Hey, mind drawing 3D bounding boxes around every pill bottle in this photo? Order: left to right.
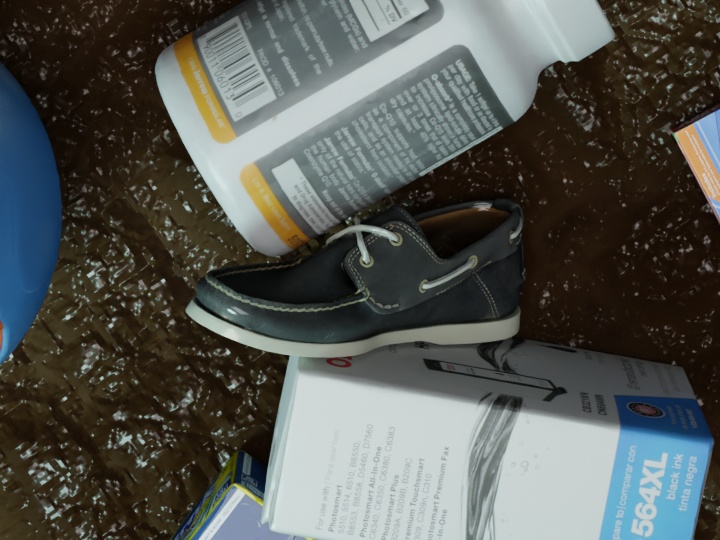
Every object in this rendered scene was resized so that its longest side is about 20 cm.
[{"bbox_3d":[0.012,-0.101,1.416,0.200,0.116,0.117,-29,100,6],"label":"pill bottle"}]

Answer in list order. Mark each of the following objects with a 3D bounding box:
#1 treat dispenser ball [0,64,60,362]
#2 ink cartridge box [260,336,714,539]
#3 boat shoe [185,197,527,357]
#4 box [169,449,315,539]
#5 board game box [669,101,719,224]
[{"bbox_3d":[-0.239,-0.026,1.379,0.200,0.201,0.202,0,102,0],"label":"treat dispenser ball"},{"bbox_3d":[0.059,0.084,1.439,0.199,0.146,0.085,11,103,-3],"label":"ink cartridge box"},{"bbox_3d":[0.000,0.000,1.415,0.199,0.072,0.068,-6,116,-42],"label":"boat shoe"},{"bbox_3d":[-0.003,0.180,1.501,0.200,0.064,0.070,37,100,-8],"label":"box"},{"bbox_3d":[0.245,-0.007,1.486,0.103,0.019,0.200,-28,101,4],"label":"board game box"}]
